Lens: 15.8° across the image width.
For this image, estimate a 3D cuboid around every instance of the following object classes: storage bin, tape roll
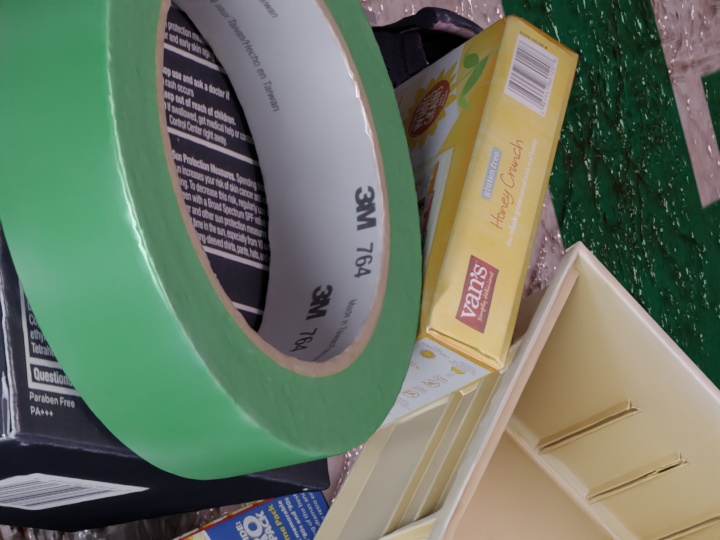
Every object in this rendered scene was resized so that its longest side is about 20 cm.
[{"bbox_3d":[0.083,0.136,0.954,0.200,0.094,0.199,46,45,-17],"label":"storage bin"},{"bbox_3d":[-0.046,-0.035,0.843,0.200,0.048,0.201,35,49,-53],"label":"tape roll"}]

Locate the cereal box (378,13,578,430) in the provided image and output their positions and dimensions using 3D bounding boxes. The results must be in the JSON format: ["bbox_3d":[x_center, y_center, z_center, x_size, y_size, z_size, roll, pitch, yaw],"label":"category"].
[{"bbox_3d":[0.000,0.000,1.013,0.039,0.200,0.144,28,59,-22],"label":"cereal box"}]

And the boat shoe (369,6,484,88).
[{"bbox_3d":[0.040,-0.061,1.197,0.200,0.092,0.075,25,57,-58],"label":"boat shoe"}]

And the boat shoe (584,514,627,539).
[{"bbox_3d":[0.068,0.116,1.146,0.200,0.076,0.072,-157,-132,-75],"label":"boat shoe"}]

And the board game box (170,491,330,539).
[{"bbox_3d":[-0.058,0.172,0.904,0.200,0.046,0.152,-19,80,-49],"label":"board game box"}]

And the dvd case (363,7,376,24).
[{"bbox_3d":[-0.024,-0.037,1.192,0.150,0.025,0.201,16,64,-61],"label":"dvd case"}]

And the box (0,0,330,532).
[{"bbox_3d":[-0.115,-0.021,0.887,0.200,0.123,0.199,19,63,-60],"label":"box"}]
